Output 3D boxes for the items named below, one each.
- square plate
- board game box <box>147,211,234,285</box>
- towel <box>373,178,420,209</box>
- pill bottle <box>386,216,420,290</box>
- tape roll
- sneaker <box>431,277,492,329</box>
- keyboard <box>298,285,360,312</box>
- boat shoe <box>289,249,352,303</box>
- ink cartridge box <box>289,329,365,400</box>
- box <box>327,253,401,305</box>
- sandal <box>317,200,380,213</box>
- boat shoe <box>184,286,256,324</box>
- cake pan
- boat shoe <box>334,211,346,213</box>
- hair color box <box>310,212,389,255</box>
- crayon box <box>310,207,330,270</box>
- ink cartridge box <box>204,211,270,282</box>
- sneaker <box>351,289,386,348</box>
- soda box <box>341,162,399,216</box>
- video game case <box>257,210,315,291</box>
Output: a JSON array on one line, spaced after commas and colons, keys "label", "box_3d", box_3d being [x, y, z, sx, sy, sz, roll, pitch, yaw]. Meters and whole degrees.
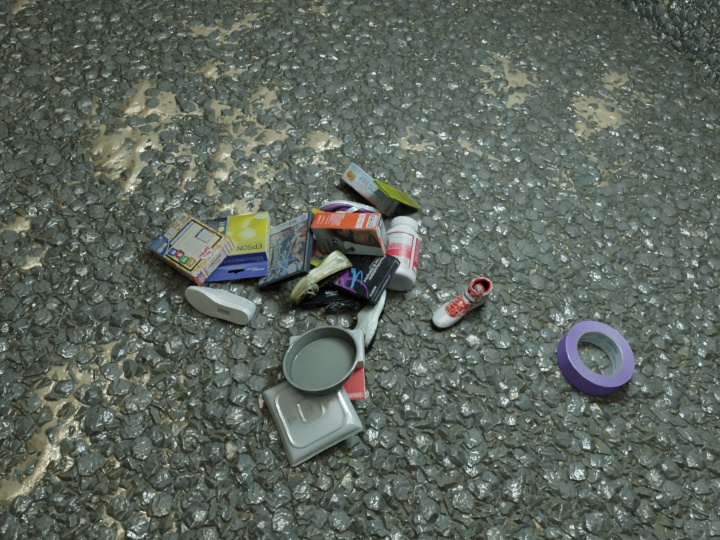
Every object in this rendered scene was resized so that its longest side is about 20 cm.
[{"label": "square plate", "box_3d": [-0.121, 0.344, 1.432, 0.196, 0.029, 0.202, -26, 67, -5]}, {"label": "board game box", "box_3d": [-0.481, -0.066, 1.651, 0.198, 0.047, 0.152, 28, 66, 25]}, {"label": "towel", "box_3d": [0.117, -0.239, 1.829, 0.086, 0.018, 0.199, 46, 18, 28]}, {"label": "pill bottle", "box_3d": [0.118, -0.053, 1.716, 0.110, 0.113, 0.203, 11, 61, 0]}, {"label": "tape roll", "box_3d": [0.660, 0.246, 1.633, 0.196, 0.066, 0.203, 4, 55, -5]}, {"label": "sneaker", "box_3d": [0.290, 0.088, 1.659, 0.199, 0.109, 0.068, -25, 62, -23]}, {"label": "keyboard", "box_3d": [-0.081, 0.085, 1.661, 0.196, 0.040, 0.105, -7, 34, -11]}, {"label": "boat shoe", "box_3d": [-0.112, 0.027, 1.618, 0.200, 0.073, 0.063, -41, 77, -17]}, {"label": "ink cartridge box", "box_3d": [-0.087, 0.249, 1.504, 0.196, 0.045, 0.179, -7, 55, 5]}, {"label": "box", "box_3d": [0.000, 0.000, 1.649, 0.198, 0.036, 0.144, 22, 73, 35]}, {"label": "sandal", "box_3d": [-0.034, -0.173, 1.804, 0.199, 0.083, 0.050, 2, 51, -8]}, {"label": "boat shoe", "box_3d": [-0.381, 0.083, 1.593, 0.197, 0.073, 0.069, 15, 33, 10]}, {"label": "cake pan", "box_3d": [-0.095, 0.225, 1.448, 0.197, 0.037, 0.202, -10, 42, 9]}, {"label": "boat shoe", "box_3d": [-0.003, -0.111, 1.746, 0.198, 0.074, 0.063, 25, 64, -30]}, {"label": "hair color box", "box_3d": [-0.028, -0.103, 1.629, 0.197, 0.112, 0.065, 2, 52, 22]}, {"label": "crayon box", "box_3d": [-0.130, -0.083, 1.744, 0.117, 0.059, 0.202, 21, 56, 6]}, {"label": "ink cartridge box", "box_3d": [-0.362, -0.071, 1.686, 0.194, 0.047, 0.203, -6, 54, 3]}, {"label": "sneaker", "box_3d": [0.025, 0.117, 1.623, 0.078, 0.074, 0.202, 16, 55, 9]}, {"label": "soda box", "box_3d": [0.034, -0.260, 1.871, 0.200, 0.068, 0.064, 43, 101, 19]}, {"label": "video game case", "box_3d": [-0.211, -0.056, 1.660, 0.179, 0.025, 0.203, -19, 52, 31]}]
